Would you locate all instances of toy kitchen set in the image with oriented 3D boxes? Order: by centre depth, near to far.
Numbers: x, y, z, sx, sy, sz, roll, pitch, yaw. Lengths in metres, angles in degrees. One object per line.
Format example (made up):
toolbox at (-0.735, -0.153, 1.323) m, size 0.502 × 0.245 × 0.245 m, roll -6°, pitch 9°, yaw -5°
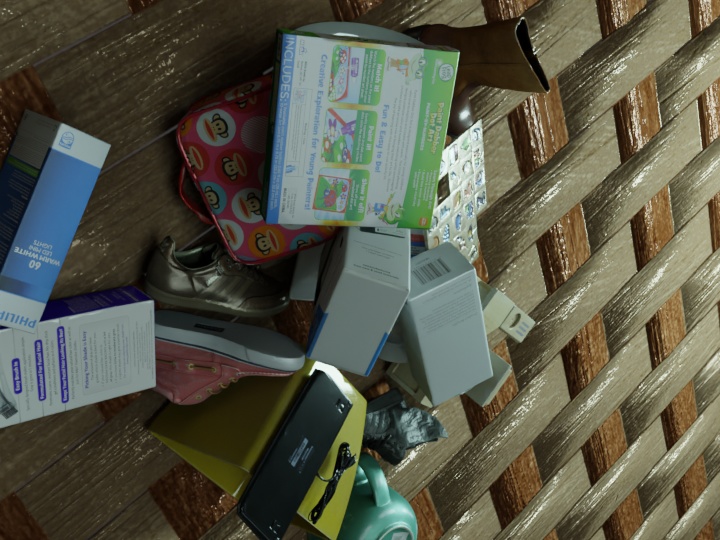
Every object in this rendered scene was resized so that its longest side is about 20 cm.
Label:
toy kitchen set at (0.185, 0.138, 1.342) m, size 0.201 × 0.163 × 0.180 m, roll -54°, pitch 145°, yaw 3°

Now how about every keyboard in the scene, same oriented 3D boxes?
keyboard at (-0.062, 0.224, 1.008) m, size 0.128 × 0.020 × 0.201 m, roll 54°, pitch 50°, yaw -30°

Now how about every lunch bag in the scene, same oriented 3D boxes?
lunch bag at (-0.123, -0.109, 1.012) m, size 0.174 × 0.082 × 0.202 m, roll -17°, pitch 114°, yaw 7°

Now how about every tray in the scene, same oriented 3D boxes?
tray at (-0.039, -0.058, 1.183) m, size 0.106 × 0.022 × 0.203 m, roll 6°, pitch 101°, yaw -41°

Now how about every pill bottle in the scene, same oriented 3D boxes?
pill bottle at (0.062, 0.022, 1.237) m, size 0.111 × 0.112 × 0.203 m, roll -6°, pitch 108°, yaw -39°

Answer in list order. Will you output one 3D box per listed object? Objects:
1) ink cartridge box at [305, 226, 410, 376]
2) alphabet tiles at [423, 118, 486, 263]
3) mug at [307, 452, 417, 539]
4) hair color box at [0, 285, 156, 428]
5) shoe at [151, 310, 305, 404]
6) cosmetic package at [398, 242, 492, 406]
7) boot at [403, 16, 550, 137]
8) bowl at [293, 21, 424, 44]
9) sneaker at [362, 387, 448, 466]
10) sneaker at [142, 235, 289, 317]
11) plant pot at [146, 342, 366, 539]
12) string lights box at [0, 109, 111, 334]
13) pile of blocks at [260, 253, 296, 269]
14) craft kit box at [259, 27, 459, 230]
ink cartridge box at (0.000, 0.000, 1.060) m, size 0.083 × 0.201 × 0.146 m, roll 17°, pitch 127°, yaw -9°
alphabet tiles at (0.130, -0.081, 1.192) m, size 0.167 × 0.007 × 0.202 m, roll -42°, pitch 135°, yaw -42°
mug at (0.006, 0.387, 1.313) m, size 0.152 × 0.114 × 0.186 m, roll -44°, pitch 129°, yaw -20°
hair color box at (-0.327, 0.092, 0.960) m, size 0.198 × 0.064 × 0.111 m, roll -12°, pitch 113°, yaw -39°
shoe at (-0.165, 0.114, 1.042) m, size 0.072 × 0.197 × 0.092 m, roll -56°, pitch 157°, yaw -72°
cosmetic package at (0.108, 0.074, 1.166) m, size 0.101 × 0.074 × 0.202 m, roll -23°, pitch 130°, yaw -12°
boot at (0.170, -0.253, 1.172) m, size 0.069 × 0.198 × 0.190 m, roll -47°, pitch 129°, yaw -30°
bowl at (0.000, -0.220, 1.062) m, size 0.199 × 0.201 × 0.091 m, roll -17°, pitch 134°, yaw -35°
sneaker at (0.030, 0.243, 1.292) m, size 0.198 × 0.060 × 0.105 m, roll -22°, pitch 78°, yaw -37°
sneaker at (-0.161, 0.007, 1.061) m, size 0.198 × 0.070 × 0.076 m, roll 6°, pitch 113°, yaw -40°
plant pot at (-0.108, 0.194, 1.108) m, size 0.200 × 0.198 × 0.178 m, roll 50°, pitch 60°, yaw -39°
string lights box at (-0.332, -0.051, 0.878) m, size 0.059 × 0.102 × 0.202 m, roll 22°, pitch 91°, yaw -43°
pile of blocks at (-0.088, -0.101, 1.109) m, size 0.202 × 0.081 × 0.062 m, roll -67°, pitch 168°, yaw 10°
craft kit box at (-0.003, -0.148, 0.947) m, size 0.195 × 0.049 × 0.203 m, roll 3°, pitch 110°, yaw -17°
